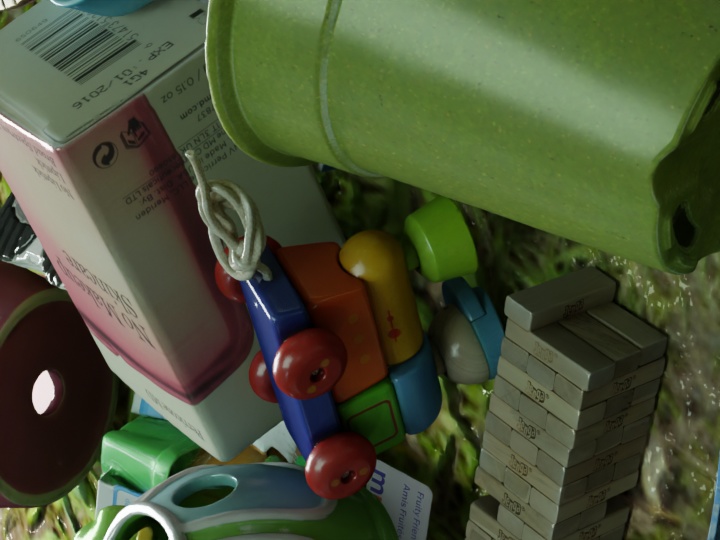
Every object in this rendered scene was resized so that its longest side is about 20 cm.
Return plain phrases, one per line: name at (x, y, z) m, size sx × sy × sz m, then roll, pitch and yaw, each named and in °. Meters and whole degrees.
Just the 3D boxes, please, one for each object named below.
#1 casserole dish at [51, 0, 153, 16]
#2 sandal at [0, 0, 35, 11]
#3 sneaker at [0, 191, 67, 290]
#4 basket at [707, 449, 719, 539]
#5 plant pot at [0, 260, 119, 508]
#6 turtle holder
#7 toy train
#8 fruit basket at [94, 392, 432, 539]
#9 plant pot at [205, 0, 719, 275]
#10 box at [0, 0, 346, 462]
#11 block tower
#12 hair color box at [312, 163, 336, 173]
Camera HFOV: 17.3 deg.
casserole dish at (-0.099, -0.197, 1.093) m, size 0.121 × 0.039 × 0.201 m, roll -34°, pitch 46°, yaw 25°
sandal at (-0.202, -0.186, 1.337) m, size 0.200 × 0.054 × 0.081 m, roll -176°, pitch 78°, yaw -67°
sneaker at (-0.142, -0.014, 1.305) m, size 0.078 × 0.090 × 0.200 m, roll -57°, pitch 29°, yaw 5°
basket at (0.211, 0.119, 0.841) m, size 0.199 × 0.139 × 0.178 m, roll 24°, pitch 123°, yaw 34°
plant pot at (-0.249, 0.060, 1.391) m, size 0.178 × 0.200 × 0.202 m, roll 10°, pitch 112°, yaw 33°
turtle holder at (-0.059, 0.146, 1.124) m, size 0.141 × 0.131 × 0.186 m, roll -57°, pitch 36°, yaw 22°
toy train at (0.000, 0.000, 1.039) m, size 0.085 × 0.115 × 0.201 m, roll 55°, pitch 166°, yaw 43°
fruit basket at (-0.056, 0.159, 1.247) m, size 0.199 × 0.093 × 0.187 m, roll 27°, pitch 120°, yaw 36°
plant pot at (0.074, -0.092, 0.920) m, size 0.189 × 0.200 × 0.201 m, roll 31°, pitch 128°, yaw 27°
box at (-0.091, -0.031, 1.130) m, size 0.128 × 0.109 × 0.201 m, roll 32°, pitch 153°, yaw 50°
block tower at (0.087, 0.102, 1.069) m, size 0.058 × 0.054 × 0.201 m, roll 34°, pitch 130°, yaw 39°
hair color box at (-0.007, -0.157, 1.082) m, size 0.100 × 0.060 × 0.201 m, roll 43°, pitch 135°, yaw 35°
